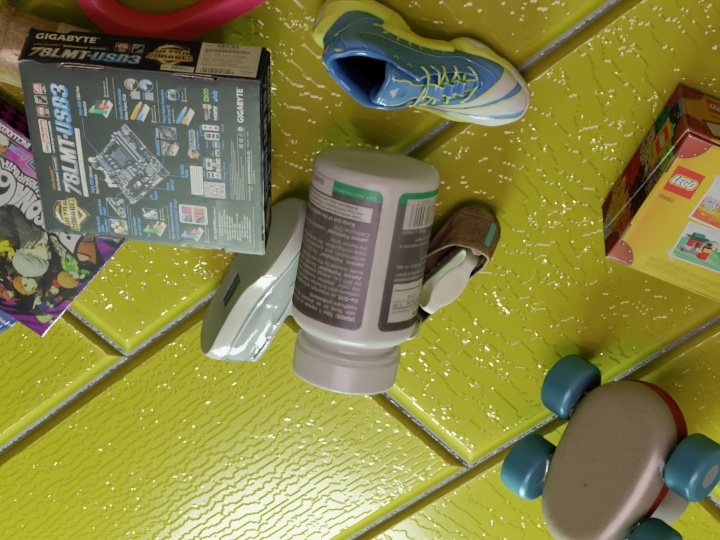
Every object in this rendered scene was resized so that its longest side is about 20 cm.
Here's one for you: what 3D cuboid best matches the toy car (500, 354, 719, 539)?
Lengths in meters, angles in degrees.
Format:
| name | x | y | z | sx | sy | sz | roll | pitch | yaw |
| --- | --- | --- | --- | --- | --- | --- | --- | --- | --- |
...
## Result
| name | x | y | z | sx | sy | sz | roll | pitch | yaw |
| --- | --- | --- | --- | --- | --- | --- | --- | --- | --- |
| toy car | 0.277 | 0.192 | 1.601 | 0.200 | 0.184 | 0.177 | 7 | 111 | -54 |

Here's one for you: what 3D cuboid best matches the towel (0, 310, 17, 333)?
| name | x | y | z | sx | sy | sz | roll | pitch | yaw |
| --- | --- | --- | --- | --- | --- | --- | --- | --- | --- |
| towel | -0.330 | -0.032 | 1.540 | 0.200 | 0.024 | 0.145 | -32 | 116 | 24 |

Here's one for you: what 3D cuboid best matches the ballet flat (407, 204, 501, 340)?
| name | x | y | z | sx | sy | sz | roll | pitch | yaw |
| --- | --- | --- | --- | --- | --- | --- | --- | --- | --- |
| ballet flat | 0.057 | 0.021 | 1.511 | 0.068 | 0.072 | 0.200 | 35 | 123 | -23 |

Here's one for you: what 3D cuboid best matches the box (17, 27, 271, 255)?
| name | x | y | z | sx | sy | sz | roll | pitch | yaw |
| --- | --- | --- | --- | --- | --- | --- | --- | --- | --- |
| box | -0.175 | -0.105 | 1.364 | 0.198 | 0.050 | 0.200 | 6 | 136 | 5 |

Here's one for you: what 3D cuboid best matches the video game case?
| name | x | y | z | sx | sy | sz | roll | pitch | yaw |
| --- | --- | --- | --- | --- | --- | --- | --- | --- | --- |
| video game case | -0.322 | -0.053 | 1.489 | 0.200 | 0.036 | 0.181 | 36 | 121 | -18 |

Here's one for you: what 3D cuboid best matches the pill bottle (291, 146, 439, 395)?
| name | x | y | z | sx | sy | sz | roll | pitch | yaw |
| --- | --- | --- | --- | --- | --- | --- | --- | --- | --- |
| pill bottle | 0.000 | 0.000 | 1.437 | 0.113 | 0.113 | 0.201 | 9 | 106 | -2 |

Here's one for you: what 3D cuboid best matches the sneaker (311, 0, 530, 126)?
| name | x | y | z | sx | sy | sz | roll | pitch | yaw |
| --- | --- | --- | --- | --- | --- | --- | --- | --- | --- |
| sneaker | 0.048 | -0.153 | 1.356 | 0.199 | 0.105 | 0.076 | 21 | 127 | -11 |

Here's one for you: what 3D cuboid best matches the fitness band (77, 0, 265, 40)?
| name | x | y | z | sx | sy | sz | roll | pitch | yaw |
| --- | --- | --- | --- | --- | --- | --- | --- | --- | --- |
| fitness band | -0.149 | -0.262 | 1.336 | 0.199 | 0.037 | 0.144 | -21 | 126 | 21 |

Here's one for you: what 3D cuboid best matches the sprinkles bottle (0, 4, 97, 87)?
| name | x | y | z | sx | sy | sz | roll | pitch | yaw |
| --- | --- | --- | --- | --- | --- | --- | --- | --- | --- |
| sprinkles bottle | -0.217 | -0.166 | 1.393 | 0.199 | 0.068 | 0.068 | 17 | 127 | -8 |

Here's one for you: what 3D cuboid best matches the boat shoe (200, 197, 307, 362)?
| name | x | y | z | sx | sy | sz | roll | pitch | yaw |
| --- | --- | --- | --- | --- | --- | --- | --- | --- | --- |
| boat shoe | -0.081 | 0.012 | 1.529 | 0.071 | 0.070 | 0.201 | 15 | 130 | -27 |

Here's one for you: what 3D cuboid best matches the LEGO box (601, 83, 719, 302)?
| name | x | y | z | sx | sy | sz | roll | pitch | yaw |
| --- | --- | --- | --- | --- | --- | --- | --- | --- | --- |
| LEGO box | 0.333 | -0.052 | 1.428 | 0.199 | 0.077 | 0.149 | 21 | 126 | -11 |
